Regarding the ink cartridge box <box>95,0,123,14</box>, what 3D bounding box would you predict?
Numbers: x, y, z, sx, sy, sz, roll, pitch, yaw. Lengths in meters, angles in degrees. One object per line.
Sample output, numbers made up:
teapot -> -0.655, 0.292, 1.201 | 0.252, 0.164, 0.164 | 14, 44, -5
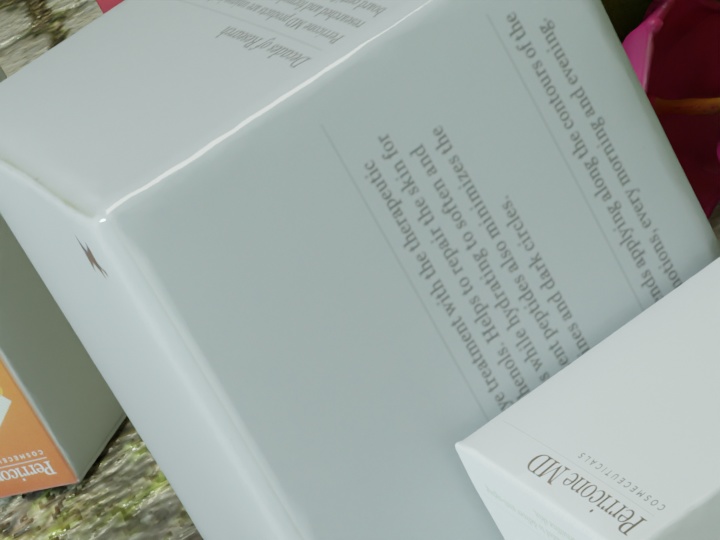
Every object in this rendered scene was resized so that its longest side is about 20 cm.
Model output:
ink cartridge box -> -0.060, -0.211, 1.381 | 0.200, 0.146, 0.083 | -22, 22, 13

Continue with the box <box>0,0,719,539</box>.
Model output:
box -> 0.000, 0.000, 0.826 | 0.171, 0.199, 0.200 | -35, 23, -13

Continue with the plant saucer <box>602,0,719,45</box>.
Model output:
plant saucer -> 0.135, -0.141, 0.955 | 0.200, 0.200, 0.031 | -34, 55, -12

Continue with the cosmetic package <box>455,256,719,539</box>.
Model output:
cosmetic package -> 0.143, 0.042, 0.729 | 0.200, 0.085, 0.108 | -34, 25, -15

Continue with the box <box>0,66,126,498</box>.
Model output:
box -> -0.192, -0.006, 1.048 | 0.124, 0.200, 0.098 | -14, 28, 31

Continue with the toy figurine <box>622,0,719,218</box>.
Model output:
toy figurine -> 0.182, -0.072, 0.909 | 0.184, 0.150, 0.200 | -37, 46, 14
